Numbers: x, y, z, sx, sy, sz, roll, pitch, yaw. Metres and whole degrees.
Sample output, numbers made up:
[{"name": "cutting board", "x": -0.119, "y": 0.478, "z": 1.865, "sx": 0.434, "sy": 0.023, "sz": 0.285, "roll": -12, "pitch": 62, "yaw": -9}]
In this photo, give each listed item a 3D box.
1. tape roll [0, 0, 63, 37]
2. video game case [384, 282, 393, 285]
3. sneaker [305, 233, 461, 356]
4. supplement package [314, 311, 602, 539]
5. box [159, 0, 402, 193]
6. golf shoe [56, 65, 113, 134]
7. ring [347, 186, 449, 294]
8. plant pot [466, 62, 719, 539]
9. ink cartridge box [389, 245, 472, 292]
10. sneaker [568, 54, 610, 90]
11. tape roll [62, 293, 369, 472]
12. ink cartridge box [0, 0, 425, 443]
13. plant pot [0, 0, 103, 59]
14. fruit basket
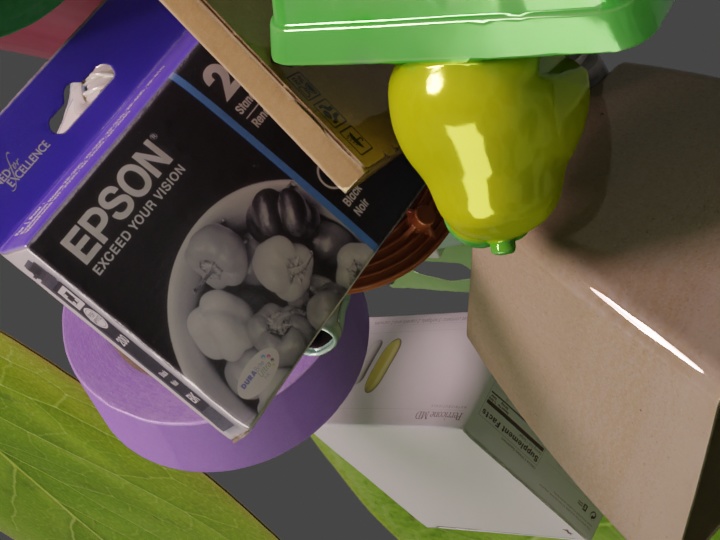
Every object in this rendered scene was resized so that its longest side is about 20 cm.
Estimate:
[{"name": "tape roll", "x": -0.211, "y": -0.215, "z": 0.895, "sx": 0.048, "sy": 0.201, "sz": 0.201, "roll": 26, "pitch": 163, "yaw": 50}, {"name": "video game case", "x": -0.061, "y": -0.037, "z": 1.089, "sx": 0.199, "sy": 0.019, "sz": 0.143, "roll": -1, "pitch": 143, "yaw": -16}, {"name": "sneaker", "x": 0.000, "y": 0.000, "z": 1.041, "sx": 0.199, "sy": 0.119, "sz": 0.074, "roll": -4, "pitch": 144, "yaw": -14}, {"name": "supplement package", "x": 0.087, "y": 0.121, "z": 1.408, "sx": 0.156, "sy": 0.111, "sz": 0.200, "roll": 42, "pitch": 153, "yaw": -27}, {"name": "box", "x": -0.041, "y": -0.137, "z": 0.939, "sx": 0.200, "sy": 0.163, "sz": 0.021, "roll": 46, "pitch": 118, "yaw": 3}, {"name": "golf shoe", "x": -0.164, "y": -0.115, "z": 1.141, "sx": 0.078, "sy": 0.200, "sz": 0.098, "roll": -11, "pitch": 119, "yaw": 6}, {"name": "ring", "x": -0.025, "y": -0.085, "z": 1.005, "sx": 0.200, "sy": 0.201, "sz": 0.019, "roll": 33, "pitch": 156, "yaw": -8}, {"name": "plant pot", "x": 0.167, "y": 0.008, "z": 0.980, "sx": 0.177, "sy": 0.200, "sz": 0.200, "roll": 35, "pitch": 151, "yaw": 24}, {"name": "ink cartridge box", "x": 0.013, "y": -0.029, "z": 1.273, "sx": 0.145, "sy": 0.048, "sz": 0.200, "roll": 4, "pitch": 144, "yaw": 44}, {"name": "sneaker", "x": 0.091, "y": -0.115, "z": 1.004, "sx": 0.082, "sy": 0.075, "sz": 0.200, "roll": 41, "pitch": 160, "yaw": 25}, {"name": "tape roll", "x": -0.097, "y": 0.033, "z": 1.214, "sx": 0.199, "sy": 0.201, "sz": 0.066, "roll": 18, "pitch": 152, "yaw": 25}, {"name": "ink cartridge box", "x": -0.085, "y": -0.048, "z": 0.933, "sx": 0.200, "sy": 0.198, "sz": 0.043, "roll": 39, "pitch": 152, "yaw": -6}, {"name": "plant pot", "x": -0.228, "y": -0.213, "z": 1.024, "sx": 0.178, "sy": 0.201, "sz": 0.200, "roll": 22, "pitch": 161, "yaw": -23}, {"name": "fruit basket", "x": 0.064, "y": -0.122, "z": 0.853, "sx": 0.215, "sy": 0.156, "sz": 0.216, "roll": 18, "pitch": 137, "yaw": 18}]
